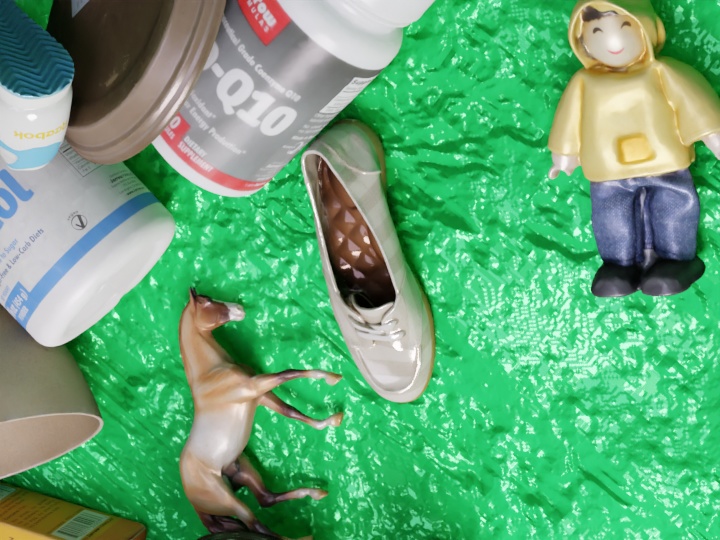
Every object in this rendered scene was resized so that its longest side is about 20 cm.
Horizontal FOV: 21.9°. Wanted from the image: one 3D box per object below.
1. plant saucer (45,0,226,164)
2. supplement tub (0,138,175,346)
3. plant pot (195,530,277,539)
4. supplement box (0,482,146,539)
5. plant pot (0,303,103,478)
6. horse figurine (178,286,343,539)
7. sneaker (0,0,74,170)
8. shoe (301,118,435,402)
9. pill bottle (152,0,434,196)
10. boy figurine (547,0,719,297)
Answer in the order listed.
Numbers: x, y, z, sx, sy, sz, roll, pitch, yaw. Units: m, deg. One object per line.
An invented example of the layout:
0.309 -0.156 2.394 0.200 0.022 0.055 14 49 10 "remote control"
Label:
-0.153 -0.169 1.217 0.200 0.029 0.201 -25 57 46 "plant saucer"
-0.239 -0.058 1.307 0.200 0.132 0.132 45 119 4 "supplement tub"
-0.097 0.295 1.333 0.186 0.187 0.201 19 113 18 "plant pot"
-0.268 0.212 1.450 0.199 0.069 0.067 14 110 22 "supplement box"
-0.303 0.077 1.362 0.200 0.200 0.135 -26 75 29 "plant pot"
-0.083 0.124 1.346 0.132 0.050 0.201 14 111 13 "horse figurine"
-0.254 -0.149 1.228 0.200 0.076 0.081 54 146 35 "sneaker"
0.000 0.000 1.262 0.070 0.053 0.201 -9 104 27 "shoe"
-0.046 -0.149 1.197 0.114 0.114 0.200 49 120 2 "pill bottle"
0.173 -0.086 1.150 0.124 0.064 0.201 2 111 27 "boy figurine"
